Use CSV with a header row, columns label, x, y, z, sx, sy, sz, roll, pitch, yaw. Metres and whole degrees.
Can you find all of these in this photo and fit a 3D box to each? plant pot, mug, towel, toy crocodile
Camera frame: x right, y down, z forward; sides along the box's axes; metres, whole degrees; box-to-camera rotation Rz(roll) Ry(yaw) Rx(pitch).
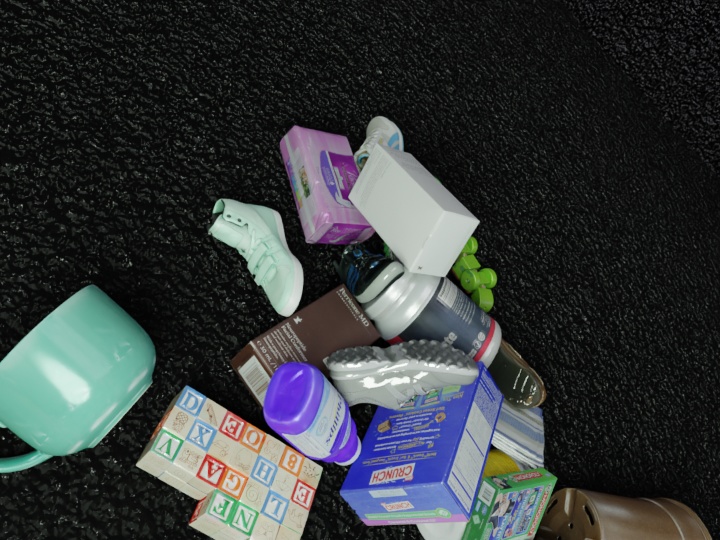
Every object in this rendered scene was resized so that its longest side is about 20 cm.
label,x,y,z,sx,sy,sz,roll,pitch,yaw
plant pot,0.386,0.430,0.933,0.196,0.201,0.203,19,50,-18
mug,-0.295,0.120,0.634,0.114,0.185,0.152,43,19,-9
towel,0.223,0.229,0.972,0.146,0.024,0.200,31,17,10
toy crocodile,0.199,-0.011,1.178,0.067,0.062,0.202,-5,60,-40

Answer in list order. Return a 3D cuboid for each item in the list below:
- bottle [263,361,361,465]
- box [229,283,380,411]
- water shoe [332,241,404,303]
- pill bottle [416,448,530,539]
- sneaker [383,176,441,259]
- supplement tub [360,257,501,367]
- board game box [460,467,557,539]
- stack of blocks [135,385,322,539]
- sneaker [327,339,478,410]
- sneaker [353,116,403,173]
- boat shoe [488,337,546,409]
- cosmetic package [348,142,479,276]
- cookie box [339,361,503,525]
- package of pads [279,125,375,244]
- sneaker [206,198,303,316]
label,x,y,z,sx,sy,sz,roll,pitch,yaw
bottle,-0.050,0.187,0.758,0.201,0.064,0.085,61,39,-51
box,-0.071,0.110,0.861,0.101,0.075,0.199,53,42,5
water shoe,0.000,0.000,0.917,0.071,0.200,0.079,-38,95,-17
pill bottle,0.177,0.320,0.886,0.198,0.111,0.113,-2,62,-39
sneaker,0.096,-0.077,1.089,0.077,0.084,0.204,16,77,-40
supplement tub,0.111,0.081,0.977,0.199,0.140,0.141,40,44,-8
board game box,0.179,0.361,0.810,0.133,0.203,0.029,8,13,-42
stack of blocks,-0.152,0.240,0.713,0.199,0.058,0.116,36,45,-14
sneaker,0.057,0.143,0.815,0.196,0.083,0.075,-2,17,4
sneaker,0.031,-0.221,1.167,0.080,0.076,0.203,24,49,-34
boat shoe,0.238,0.159,1.055,0.073,0.076,0.201,19,26,-48
cosmetic package,0.075,-0.094,0.941,0.084,0.108,0.201,8,34,-41
cookie box,0.085,0.230,0.824,0.076,0.170,0.201,53,41,-19
package of pads,-0.055,-0.143,1.045,0.119,0.076,0.203,1,61,-39
sneaker,-0.156,-0.020,0.868,0.117,0.074,0.202,14,37,-38
